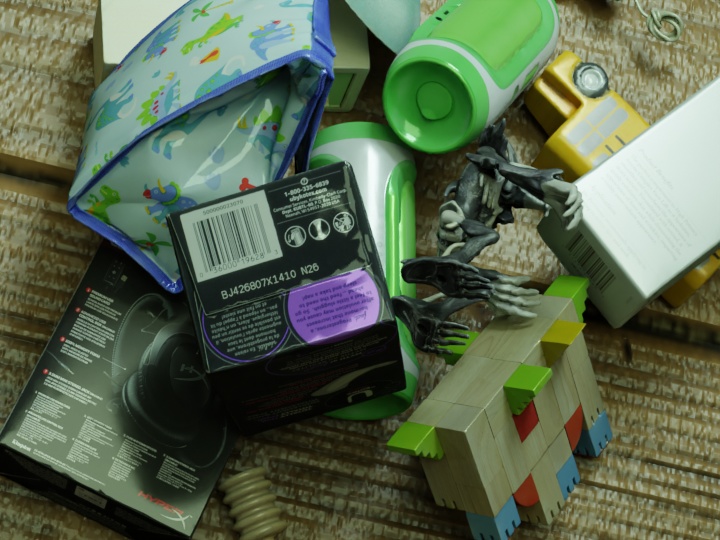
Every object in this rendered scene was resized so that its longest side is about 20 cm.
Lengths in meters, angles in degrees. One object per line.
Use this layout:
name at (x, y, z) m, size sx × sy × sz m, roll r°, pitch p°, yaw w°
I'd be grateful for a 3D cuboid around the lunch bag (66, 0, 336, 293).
lunch bag at (-0.092, -0.112, 1.350) m, size 0.127 × 0.200 × 0.171 m, roll 37°, pitch 23°, yaw -23°

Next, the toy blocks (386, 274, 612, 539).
toy blocks at (0.110, 0.117, 1.400) m, size 0.200 × 0.099 × 0.138 m, roll -46°, pitch 129°, yaw -38°

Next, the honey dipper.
honey dipper at (-0.048, 0.235, 1.364) m, size 0.038 × 0.038 × 0.202 m, roll -17°, pitch 77°, yaw -18°

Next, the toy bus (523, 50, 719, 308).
toy bus at (0.202, -0.072, 1.523) m, size 0.200 × 0.065 × 0.078 m, roll 45°, pitch 68°, yaw 6°

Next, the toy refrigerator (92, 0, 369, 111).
toy refrigerator at (-0.098, -0.161, 1.483) m, size 0.198 × 0.076 × 0.071 m, roll 0°, pitch 69°, yaw -14°

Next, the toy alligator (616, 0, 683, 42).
toy alligator at (0.185, -0.255, 1.599) m, size 0.200 × 0.059 × 0.054 m, roll 41°, pitch 26°, yaw 5°

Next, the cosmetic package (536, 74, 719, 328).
cosmetic package at (0.237, -0.059, 1.452) m, size 0.199 × 0.074 × 0.102 m, roll -34°, pitch 80°, yaw -22°

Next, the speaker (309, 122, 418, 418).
speaker at (0.000, 0.000, 1.428) m, size 0.087 × 0.089 × 0.202 m, roll 4°, pitch 68°, yaw -11°

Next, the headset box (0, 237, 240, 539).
headset box at (-0.146, 0.075, 1.380) m, size 0.148 × 0.077 × 0.201 m, roll 25°, pitch 65°, yaw -3°

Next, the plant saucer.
plant saucer at (-0.005, -0.251, 1.480) m, size 0.039 × 0.201 × 0.202 m, roll -34°, pitch 77°, yaw 13°

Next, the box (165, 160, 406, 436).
box at (-0.042, 0.023, 1.261) m, size 0.121 × 0.200 × 0.107 m, roll -15°, pitch 74°, yaw -1°

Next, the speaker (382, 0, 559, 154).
speaker at (0.085, -0.157, 1.473) m, size 0.088 × 0.089 × 0.200 m, roll 37°, pitch 34°, yaw 3°

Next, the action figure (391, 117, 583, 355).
action figure at (0.094, -0.021, 1.370) m, size 0.101 × 0.120 × 0.200 m, roll 23°, pitch 39°, yaw 10°
